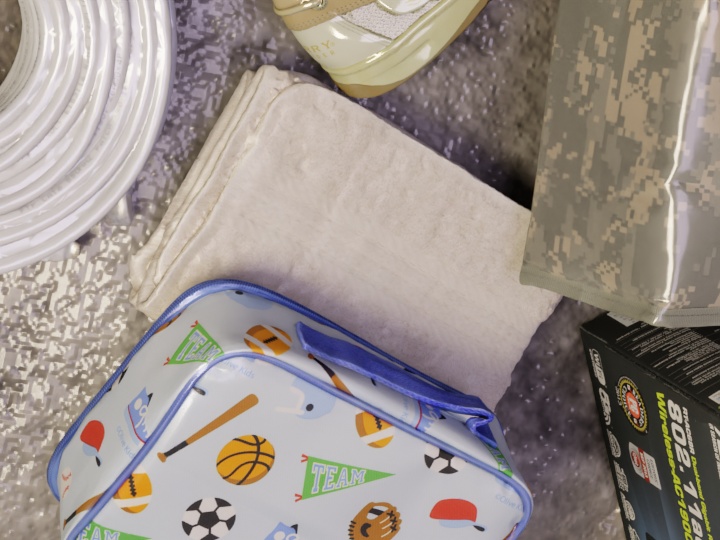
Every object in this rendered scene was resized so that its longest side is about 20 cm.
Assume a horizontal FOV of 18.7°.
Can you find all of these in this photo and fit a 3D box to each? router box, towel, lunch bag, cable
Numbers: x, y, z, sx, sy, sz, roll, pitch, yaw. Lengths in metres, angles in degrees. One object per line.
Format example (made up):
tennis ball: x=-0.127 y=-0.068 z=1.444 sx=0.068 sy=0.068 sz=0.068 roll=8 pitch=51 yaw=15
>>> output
router box: x=0.183 y=0.123 z=1.060 sx=0.062 sy=0.150 sz=0.200 roll=-22 pitch=112 yaw=-16
towel: x=0.000 y=0.000 z=1.012 sx=0.200 sy=0.034 sz=0.133 roll=30 pitch=92 yaw=-28
lunch bag: x=-0.026 y=0.097 z=0.984 sx=0.200 sy=0.076 sz=0.160 roll=28 pitch=111 yaw=-29
cable: x=-0.173 y=-0.093 z=0.888 sx=0.200 sy=0.069 sz=0.200 roll=-1 pitch=105 yaw=-23
lunch bag: x=0.186 y=-0.064 z=1.023 sx=0.200 sy=0.118 sz=0.164 roll=0 pitch=102 yaw=-36

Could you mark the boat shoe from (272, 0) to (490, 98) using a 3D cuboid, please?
boat shoe: x=0.050 y=-0.165 z=0.967 sx=0.201 sy=0.073 sz=0.063 roll=-42 pitch=121 yaw=0
